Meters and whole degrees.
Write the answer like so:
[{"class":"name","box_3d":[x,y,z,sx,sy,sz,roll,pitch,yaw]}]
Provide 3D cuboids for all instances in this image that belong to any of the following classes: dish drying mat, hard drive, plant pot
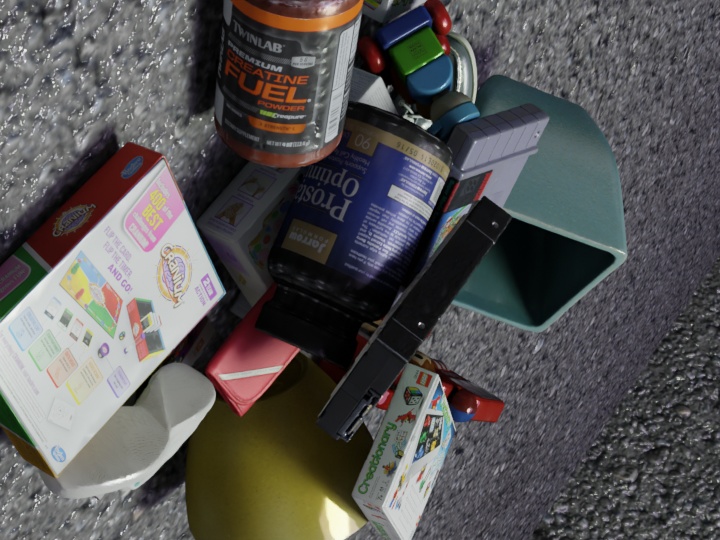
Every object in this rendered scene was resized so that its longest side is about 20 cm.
[{"class":"dish drying mat","box_3d":[-0.055,0.032,1.374,0.200,0.018,0.077,-49,136,-17]},{"class":"hard drive","box_3d":[0.044,0.040,1.320,0.200,0.038,0.140,-52,177,-40]},{"class":"plant pot","box_3d":[-0.084,0.159,1.513,0.200,0.199,0.143,-41,128,-44]},{"class":"plant pot","box_3d":[0.157,-0.086,1.682,0.196,0.195,0.201,132,-28,-55]}]

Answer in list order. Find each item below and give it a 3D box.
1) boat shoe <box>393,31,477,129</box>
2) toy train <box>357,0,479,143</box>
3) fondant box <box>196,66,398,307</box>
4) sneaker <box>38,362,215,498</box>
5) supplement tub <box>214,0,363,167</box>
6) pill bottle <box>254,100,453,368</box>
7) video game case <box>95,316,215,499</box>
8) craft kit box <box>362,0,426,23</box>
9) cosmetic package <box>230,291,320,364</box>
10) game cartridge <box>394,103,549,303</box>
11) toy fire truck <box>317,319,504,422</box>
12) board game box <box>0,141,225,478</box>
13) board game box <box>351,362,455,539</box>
[{"class":"boat shoe","box_3d":[0.058,-0.142,1.586,0.062,0.073,0.201,-38,156,-55]},{"class":"toy train","box_3d":[0.061,-0.158,1.456,0.084,0.116,0.200,-29,170,-3]},{"class":"fondant box","box_3d":[-0.037,-0.062,1.403,0.200,0.058,0.145,-51,141,-18]},{"class":"sneaker","box_3d":[-0.189,0.148,1.268,0.089,0.075,0.200,-58,165,29]},{"class":"supplement tub","box_3d":[-0.053,-0.184,1.200,0.107,0.107,0.201,-43,153,-41]},{"class":"pill bottle","box_3d":[-0.009,-0.028,1.307,0.201,0.111,0.112,-67,161,-4]},{"class":"video game case","box_3d":[-0.201,0.078,1.293,0.182,0.036,0.200,-57,160,-17]},{"class":"craft kit box","box_3d":[0.075,-0.338,1.406,0.200,0.048,0.198,-37,152,-49]},{"class":"cosmetic package","box_3d":[-0.042,0.007,1.568,0.151,0.051,0.200,-58,160,-5]},{"class":"game cartridge","box_3d":[0.090,-0.053,1.442,0.129,0.038,0.201,-27,149,-51]},{"class":"toy fire truck","box_3d":[0.057,0.101,1.619,0.113,0.167,0.200,-62,161,1]},{"class":"board game box","box_3d":[-0.196,0.029,1.161,0.200,0.040,0.154,-48,141,-26]},{"class":"board game box","box_3d":[0.043,0.172,1.451,0.200,0.034,0.127,69,43,-69]}]
